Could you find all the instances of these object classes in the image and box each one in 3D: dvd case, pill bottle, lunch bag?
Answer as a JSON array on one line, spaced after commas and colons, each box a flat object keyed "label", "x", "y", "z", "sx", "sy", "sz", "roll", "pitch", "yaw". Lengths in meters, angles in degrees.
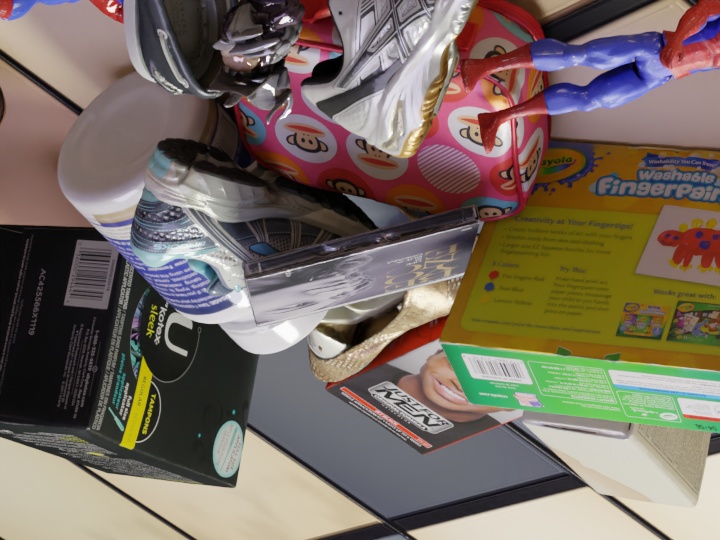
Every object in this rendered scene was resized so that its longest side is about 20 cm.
[{"label": "dvd case", "x": 0.000, "y": 0.000, "z": 1.629, "sx": 0.148, "sy": 0.016, "sz": 0.200, "roll": -14, "pitch": 172, "yaw": -3}, {"label": "pill bottle", "x": -0.105, "y": -0.035, "z": 1.741, "sx": 0.119, "sy": 0.120, "sz": 0.200, "roll": -4, "pitch": 142, "yaw": 37}, {"label": "lunch bag", "x": 0.015, "y": -0.117, "z": 1.563, "sx": 0.199, "sy": 0.082, "sz": 0.177, "roll": 13, "pitch": 149, "yaw": 15}]

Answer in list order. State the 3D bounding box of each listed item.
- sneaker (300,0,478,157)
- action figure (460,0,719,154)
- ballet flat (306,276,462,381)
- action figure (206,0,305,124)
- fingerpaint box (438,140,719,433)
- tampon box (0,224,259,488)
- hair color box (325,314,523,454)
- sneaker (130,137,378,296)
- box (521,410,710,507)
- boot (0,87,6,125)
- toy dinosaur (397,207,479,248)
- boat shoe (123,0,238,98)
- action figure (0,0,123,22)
[{"label": "sneaker", "x": 0.025, "y": -0.160, "z": 1.431, "sx": 0.087, "sy": 0.076, "sz": 0.201, "roll": 25, "pitch": 118, "yaw": 4}, {"label": "action figure", "x": 0.160, "y": -0.104, "z": 1.430, "sx": 0.199, "sy": 0.099, "sz": 0.066, "roll": -16, "pitch": 123, "yaw": 8}, {"label": "ballet flat", "x": 0.002, "y": 0.024, "z": 1.816, "sx": 0.065, "sy": 0.071, "sz": 0.200, "roll": 11, "pitch": 150, "yaw": -32}, {"label": "action figure", "x": -0.052, "y": -0.175, "z": 1.429, "sx": 0.069, "sy": 0.130, "sz": 0.201, "roll": 0, "pitch": 117, "yaw": 4}, {"label": "fingerpaint box", "x": 0.172, "y": 0.008, "z": 1.579, "sx": 0.199, "sy": 0.168, "sz": 0.074, "roll": 5, "pitch": 145, "yaw": 26}, {"label": "tampon box", "x": -0.178, "y": 0.064, "z": 1.863, "sx": 0.125, "sy": 0.151, "sz": 0.200, "roll": 3, "pitch": 167, "yaw": 31}, {"label": "hair color box", "x": 0.071, "y": 0.065, "z": 1.849, "sx": 0.101, "sy": 0.062, "sz": 0.200, "roll": 34, "pitch": 148, "yaw": -19}, {"label": "sneaker", "x": -0.071, "y": -0.026, "z": 1.658, "sx": 0.199, "sy": 0.087, "sz": 0.078, "roll": 15, "pitch": -160, "yaw": -41}, {"label": "box", "x": 0.180, "y": 0.092, "z": 1.735, "sx": 0.077, "sy": 0.096, "sz": 0.200, "roll": 7, "pitch": 163, "yaw": 23}, {"label": "boot", "x": -0.315, "y": -0.150, "z": 1.679, "sx": 0.200, "sy": 0.073, "sz": 0.166, "roll": 38, "pitch": 177, "yaw": -14}, {"label": "toy dinosaur", "x": 0.117, "y": 0.000, "z": 1.714, "sx": 0.199, "sy": 0.061, "sz": 0.106, "roll": 29, "pitch": 152, "yaw": -11}, {"label": "boat shoe", "x": -0.105, "y": -0.196, "z": 1.460, "sx": 0.060, "sy": 0.075, "sz": 0.201, "roll": 26, "pitch": 136, "yaw": 48}, {"label": "action figure", "x": -0.165, "y": -0.195, "z": 1.512, "sx": 0.065, "sy": 0.200, "sz": 0.099, "roll": 46, "pitch": 113, "yaw": 21}]
